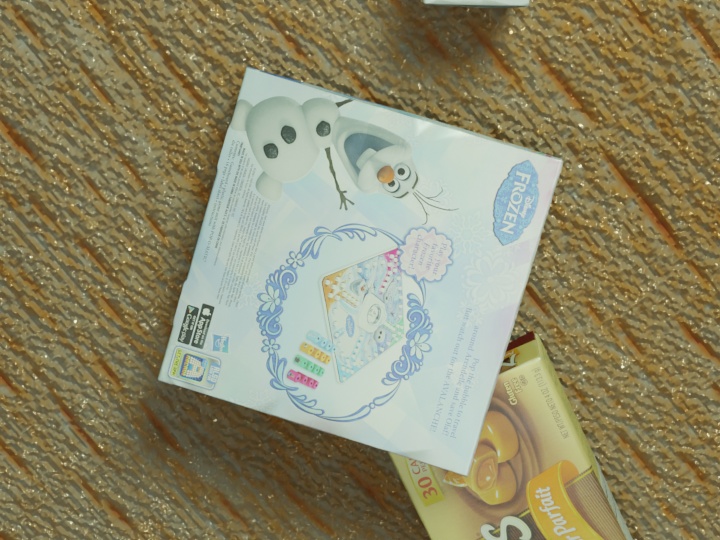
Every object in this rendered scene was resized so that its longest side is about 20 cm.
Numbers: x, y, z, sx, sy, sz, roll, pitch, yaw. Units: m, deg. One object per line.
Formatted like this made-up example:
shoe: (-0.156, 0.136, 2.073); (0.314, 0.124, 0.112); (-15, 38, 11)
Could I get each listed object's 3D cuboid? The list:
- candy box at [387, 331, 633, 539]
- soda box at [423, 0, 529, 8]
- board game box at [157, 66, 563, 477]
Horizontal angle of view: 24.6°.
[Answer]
candy box: (0.103, 0.155, 1.073); (0.115, 0.055, 0.200); (-24, 105, 10)
soda box: (0.067, -0.254, 0.940); (0.063, 0.068, 0.200); (1, 108, 1)
board game box: (0.000, 0.000, 1.006); (0.199, 0.043, 0.200); (17, 95, 6)
